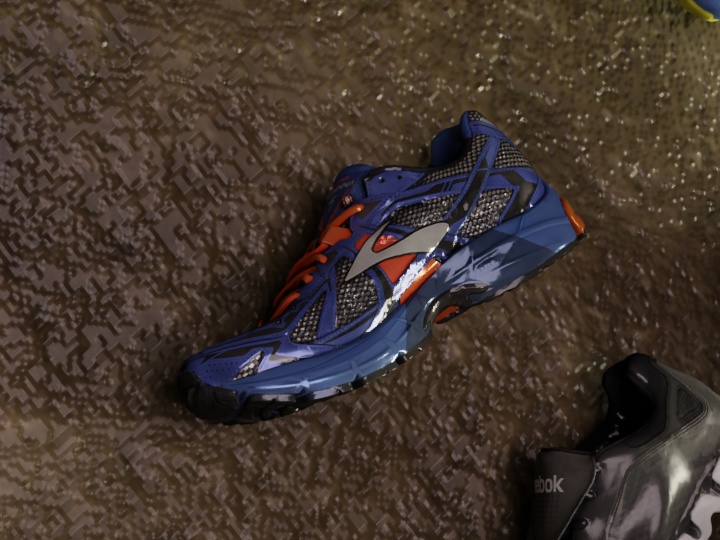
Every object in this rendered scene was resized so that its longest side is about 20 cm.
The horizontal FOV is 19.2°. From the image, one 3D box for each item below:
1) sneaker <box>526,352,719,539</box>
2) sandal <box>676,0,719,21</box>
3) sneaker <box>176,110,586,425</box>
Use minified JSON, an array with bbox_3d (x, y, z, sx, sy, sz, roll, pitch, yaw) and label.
[{"bbox_3d":[0.100,0.121,0.913,0.090,0.066,0.201,37,66,-17],"label":"sneaker"},{"bbox_3d":[0.195,-0.206,0.977,0.079,0.087,0.201,31,74,-24],"label":"sandal"},{"bbox_3d":[0.000,0.000,0.872,0.199,0.075,0.079,-31,91,-34],"label":"sneaker"}]
